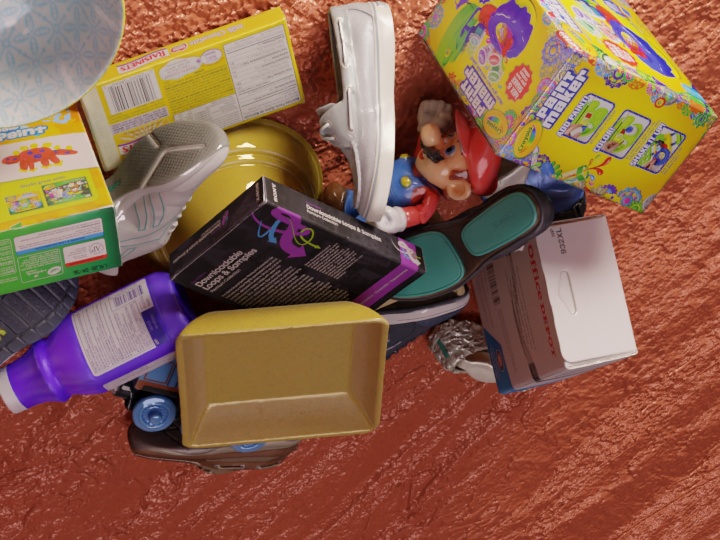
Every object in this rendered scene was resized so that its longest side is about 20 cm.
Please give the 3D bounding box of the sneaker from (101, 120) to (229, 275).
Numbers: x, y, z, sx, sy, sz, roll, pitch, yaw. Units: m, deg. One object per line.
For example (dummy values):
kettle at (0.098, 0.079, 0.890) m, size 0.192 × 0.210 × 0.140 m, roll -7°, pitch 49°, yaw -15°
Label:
sneaker at (-0.193, -0.067, 1.658) m, size 0.200 × 0.071 × 0.080 m, roll -33°, pitch 137°, yaw 20°

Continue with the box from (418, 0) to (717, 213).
box at (0.189, -0.181, 1.669) m, size 0.192 × 0.200 × 0.122 m, roll 17°, pitch 121°, yaw -36°

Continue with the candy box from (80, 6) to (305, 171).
candy box at (-0.154, -0.165, 1.647) m, size 0.199 × 0.026 × 0.103 m, roll -20°, pitch 138°, yaw -7°

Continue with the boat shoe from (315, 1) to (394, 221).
boat shoe at (-0.007, -0.146, 1.659) m, size 0.071 × 0.070 × 0.203 m, roll 0°, pitch 92°, yaw -7°

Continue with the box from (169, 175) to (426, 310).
box at (-0.058, -0.006, 1.681) m, size 0.199 × 0.036 × 0.143 m, roll 23°, pitch 134°, yaw -37°

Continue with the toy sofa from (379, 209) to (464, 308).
toy sofa at (0.000, 0.000, 1.822) m, size 0.199 × 0.083 × 0.098 m, roll -22°, pitch 133°, yaw -8°

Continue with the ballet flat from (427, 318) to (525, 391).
ballet flat at (0.160, 0.104, 2.006) m, size 0.199 × 0.072 × 0.072 m, roll 12°, pitch 124°, yaw -33°

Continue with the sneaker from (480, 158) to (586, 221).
sneaker at (0.217, -0.109, 1.832) m, size 0.199 × 0.077 × 0.111 m, roll -32°, pitch 133°, yaw 6°

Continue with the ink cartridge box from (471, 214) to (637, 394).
ink cartridge box at (0.193, 0.037, 1.840) m, size 0.083 × 0.146 × 0.200 m, roll -10°, pitch 172°, yaw -17°

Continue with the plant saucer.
plant saucer at (-0.078, 0.093, 1.743) m, size 0.198 × 0.049 × 0.201 m, roll -4°, pitch 144°, yaw -6°

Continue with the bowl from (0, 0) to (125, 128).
bowl at (-0.300, -0.226, 1.467) m, size 0.199 × 0.108 × 0.201 m, roll -13°, pitch 133°, yaw -14°

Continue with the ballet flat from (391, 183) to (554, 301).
ballet flat at (0.104, -0.026, 1.734) m, size 0.199 × 0.073 × 0.073 m, roll -28°, pitch 139°, yaw 29°

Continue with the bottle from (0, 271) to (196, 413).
bottle at (-0.255, 0.075, 1.740) m, size 0.199 × 0.084 × 0.065 m, roll -26°, pitch 159°, yaw 5°

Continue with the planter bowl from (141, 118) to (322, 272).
planter bowl at (-0.119, -0.042, 1.732) m, size 0.199 × 0.084 × 0.201 m, roll -13°, pitch 133°, yaw -14°

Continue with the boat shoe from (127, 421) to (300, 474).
boat shoe at (-0.155, 0.187, 1.929) m, size 0.199 × 0.076 × 0.072 m, roll 2°, pitch 131°, yaw -24°

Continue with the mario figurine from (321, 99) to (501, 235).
mario figurine at (0.044, -0.099, 1.731) m, size 0.199 × 0.124 × 0.106 m, roll -28°, pitch 163°, yaw 21°

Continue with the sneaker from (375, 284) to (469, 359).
sneaker at (0.026, 0.086, 1.907) m, size 0.201 × 0.077 × 0.147 m, roll -14°, pitch 123°, yaw 0°

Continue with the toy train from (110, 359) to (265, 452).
toy train at (-0.153, 0.114, 1.844) m, size 0.199 × 0.087 × 0.115 m, roll 15°, pitch 119°, yaw -24°

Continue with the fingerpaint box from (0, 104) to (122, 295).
fingerpaint box at (-0.324, -0.055, 1.567) m, size 0.199 × 0.167 × 0.074 m, roll -14°, pitch 132°, yaw -14°

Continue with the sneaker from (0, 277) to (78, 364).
sneaker at (-0.356, 0.057, 1.727) m, size 0.200 × 0.082 × 0.074 m, roll -43°, pitch 110°, yaw -9°
